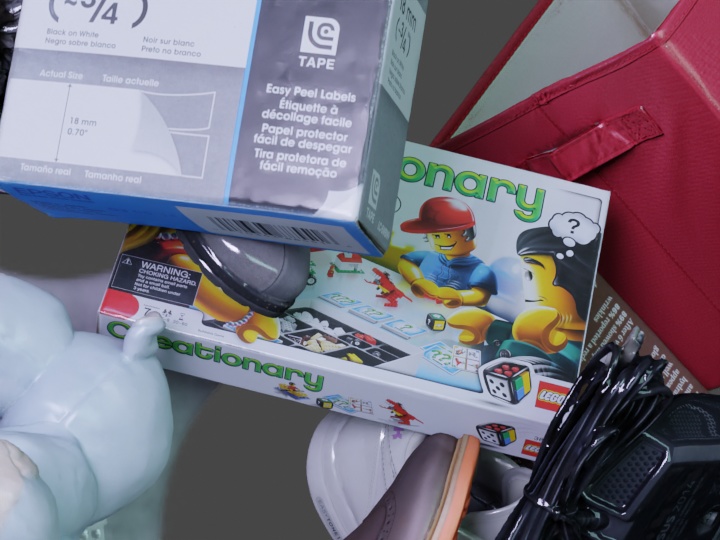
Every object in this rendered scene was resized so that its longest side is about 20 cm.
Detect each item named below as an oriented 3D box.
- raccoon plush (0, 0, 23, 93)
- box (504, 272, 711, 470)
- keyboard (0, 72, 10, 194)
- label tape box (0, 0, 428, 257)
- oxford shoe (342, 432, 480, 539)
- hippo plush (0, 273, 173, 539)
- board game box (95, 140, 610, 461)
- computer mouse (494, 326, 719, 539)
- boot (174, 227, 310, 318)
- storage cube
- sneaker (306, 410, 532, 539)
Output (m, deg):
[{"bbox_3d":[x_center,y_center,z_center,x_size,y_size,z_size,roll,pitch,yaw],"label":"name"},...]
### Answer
[{"bbox_3d":[-0.166,-0.043,0.802,0.198,0.097,0.135,-7,86,-15],"label":"raccoon plush"},{"bbox_3d":[0.107,0.081,0.964,0.200,0.075,0.100,46,59,-11],"label":"box"},{"bbox_3d":[-0.140,-0.130,0.881,0.126,0.021,0.202,2,79,-17],"label":"keyboard"},{"bbox_3d":[-0.048,-0.116,0.777,0.143,0.063,0.202,7,80,14],"label":"label tape box"},{"bbox_3d":[-0.021,0.142,0.834,0.072,0.071,0.201,33,90,3],"label":"oxford shoe"},{"bbox_3d":[-0.127,0.069,0.772,0.199,0.160,0.161,29,51,-1],"label":"hippo plush"},{"bbox_3d":[0.000,0.000,0.877,0.198,0.035,0.127,14,54,1],"label":"board game box"},{"bbox_3d":[0.122,0.086,0.869,0.199,0.053,0.139,7,117,-49],"label":"computer mouse"},{"bbox_3d":[-0.018,-0.091,0.830,0.070,0.131,0.201,28,42,-41],"label":"boot"},{"bbox_3d":[0.176,-0.070,0.978,0.180,0.171,0.200,48,54,-14],"label":"storage cube"},{"bbox_3d":[0.057,0.140,0.901,0.201,0.099,0.075,53,53,-10],"label":"sneaker"}]
